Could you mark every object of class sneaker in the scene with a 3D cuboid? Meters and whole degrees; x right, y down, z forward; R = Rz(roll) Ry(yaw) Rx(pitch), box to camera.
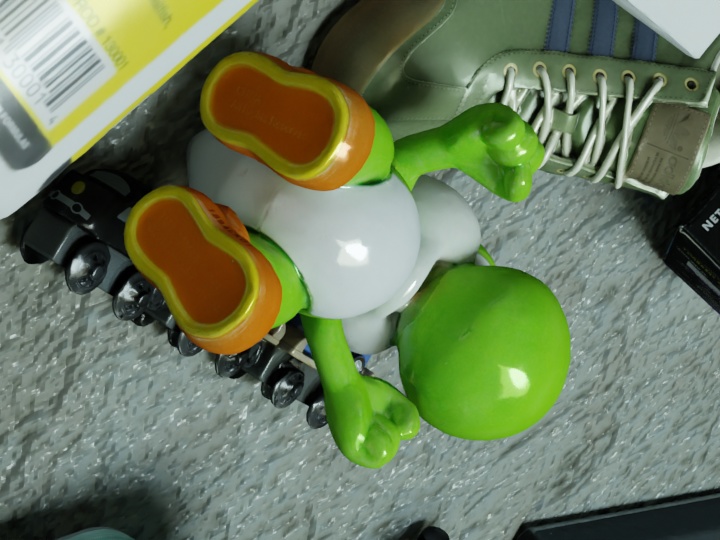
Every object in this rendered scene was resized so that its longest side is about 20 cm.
[{"bbox_3d":[0.084,-0.064,0.943,0.200,0.090,0.067,-11,136,-42],"label":"sneaker"}]

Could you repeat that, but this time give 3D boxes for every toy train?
[{"bbox_3d":[-0.048,0.009,0.931,0.046,0.034,0.200,-58,147,-2],"label":"toy train"}]

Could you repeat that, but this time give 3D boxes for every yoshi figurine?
[{"bbox_3d":[0.013,0.004,0.885,0.112,0.112,0.200,-14,163,21],"label":"yoshi figurine"}]

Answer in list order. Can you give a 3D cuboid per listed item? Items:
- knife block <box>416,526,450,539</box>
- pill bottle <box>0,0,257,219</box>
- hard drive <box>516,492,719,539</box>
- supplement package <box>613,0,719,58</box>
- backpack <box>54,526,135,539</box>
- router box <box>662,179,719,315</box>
[{"bbox_3d":[0.010,0.200,1.183,0.176,0.064,0.200,-42,148,-4],"label":"knife block"},{"bbox_3d":[-0.056,-0.117,0.699,0.200,0.114,0.114,-41,148,-7],"label":"pill bottle"},{"bbox_3d":[0.121,0.173,1.311,0.200,0.033,0.140,-4,130,-47],"label":"hard drive"},{"bbox_3d":[0.102,-0.185,0.800,0.200,0.117,0.117,-51,149,7],"label":"supplement package"},{"bbox_3d":[-0.090,0.184,0.965,0.200,0.151,0.178,-16,145,-27],"label":"backpack"},{"bbox_3d":[0.206,-0.064,1.073,0.200,0.051,0.149,-45,174,-1],"label":"router box"}]
